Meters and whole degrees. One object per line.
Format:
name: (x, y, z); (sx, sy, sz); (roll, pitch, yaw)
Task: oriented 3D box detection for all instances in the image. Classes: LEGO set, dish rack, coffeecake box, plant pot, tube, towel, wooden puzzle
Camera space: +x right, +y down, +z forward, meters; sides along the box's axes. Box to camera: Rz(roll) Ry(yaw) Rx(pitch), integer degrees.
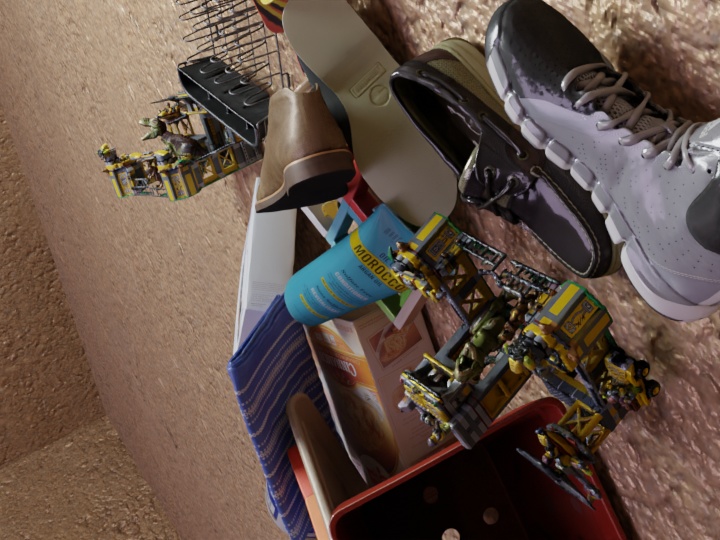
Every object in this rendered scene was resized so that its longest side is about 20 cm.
LEGO set: (0.083, 0.066, 0.693); (0.199, 0.116, 0.154); (34, 166, 41)
dish rack: (-0.130, -0.238, 0.997); (0.153, 0.054, 0.203); (38, 145, 38)
coffeecake box: (0.022, 0.117, 1.013); (0.153, 0.072, 0.203); (11, 123, 65)
plant pot: (0.092, 0.231, 0.843); (0.203, 0.197, 0.176); (64, 172, 0)
tube: (0.000, 0.000, 0.862); (0.077, 0.051, 0.199); (36, 151, -15)
LEGO set: (-0.209, -0.157, 1.157); (0.199, 0.152, 0.118); (14, 127, 58)
towel: (-0.063, 0.136, 0.984); (0.023, 0.145, 0.203); (-8, 114, 22)
wooden puzzle: (-0.013, 0.236, 0.943); (0.186, 0.037, 0.201); (61, -174, -38)

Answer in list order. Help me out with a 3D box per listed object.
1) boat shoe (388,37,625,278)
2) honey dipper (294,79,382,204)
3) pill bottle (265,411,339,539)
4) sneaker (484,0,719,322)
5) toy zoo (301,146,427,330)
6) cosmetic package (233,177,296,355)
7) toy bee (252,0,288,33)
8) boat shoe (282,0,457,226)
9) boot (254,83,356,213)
boat shoe: (0.089, -0.066, 0.676); (0.201, 0.064, 0.074); (52, 153, 27)
honey dipper: (0.005, -0.076, 0.903); (0.202, 0.038, 0.038); (60, 158, 7)
pill bottle: (-0.051, 0.237, 1.247); (0.121, 0.118, 0.201); (55, 156, 21)
sneaker: (0.152, -0.077, 0.530); (0.201, 0.075, 0.115); (54, 153, 1)
toy zoo: (-0.004, -0.059, 0.880); (0.201, 0.020, 0.132); (51, 149, 14)
cosmetic package: (-0.106, 0.017, 1.140); (0.201, 0.051, 0.153); (112, 164, -61)
toy bee: (-0.072, -0.263, 0.784); (0.199, 0.107, 0.134); (17, -121, -65)
boat shoe: (0.012, -0.125, 0.801); (0.203, 0.073, 0.063); (57, -174, 2)
boot: (-0.049, -0.091, 0.826); (0.200, 0.072, 0.077); (147, 108, -74)
